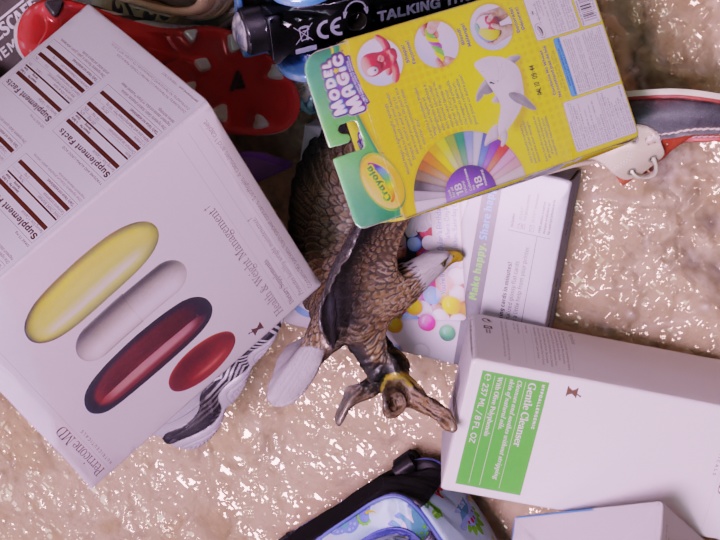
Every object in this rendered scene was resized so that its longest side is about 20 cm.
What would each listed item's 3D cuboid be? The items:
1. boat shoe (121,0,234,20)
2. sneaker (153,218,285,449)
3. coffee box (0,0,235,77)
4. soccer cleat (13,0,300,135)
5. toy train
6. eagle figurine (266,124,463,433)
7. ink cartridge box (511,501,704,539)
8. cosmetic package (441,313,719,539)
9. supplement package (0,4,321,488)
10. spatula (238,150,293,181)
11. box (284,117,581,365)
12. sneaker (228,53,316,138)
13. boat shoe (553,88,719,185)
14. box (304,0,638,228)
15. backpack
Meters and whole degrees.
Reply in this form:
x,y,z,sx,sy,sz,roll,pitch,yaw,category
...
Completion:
x,y,z,sx,sy,sz,roll,pitch,yaw,category
-0.180,-0.225,1.136,0.200,0.065,0.071,22,109,11,boat shoe
-0.130,0.040,1.174,0.115,0.075,0.200,12,122,-30,sneaker
-0.178,-0.186,1.225,0.200,0.080,0.113,-32,94,22,coffee box
-0.139,-0.138,1.152,0.200,0.085,0.069,13,86,-14,soccer cleat
0.006,-0.191,1.106,0.200,0.114,0.087,-15,132,-10,toy train
0.005,-0.003,1.155,0.152,0.151,0.200,1,117,33,eagle figurine
0.201,0.235,1.189,0.116,0.067,0.200,-12,145,32,ink cartridge box
0.163,0.107,1.171,0.200,0.085,0.108,10,112,-1,cosmetic package
-0.168,-0.013,1.050,0.200,0.191,0.147,-42,49,-9,supplement package
-0.135,-0.037,1.274,0.200,0.057,0.021,-39,57,29,spatula
0.048,-0.017,1.223,0.200,0.041,0.156,14,109,15,box
-0.057,-0.136,1.204,0.086,0.078,0.200,42,113,-1,sneaker
0.169,-0.088,1.132,0.200,0.071,0.063,-1,82,9,boat shoe
0.065,-0.105,1.045,0.200,0.048,0.117,-19,93,-22,box
0.032,0.270,1.254,0.183,0.147,0.200,-36,95,26,backpack
